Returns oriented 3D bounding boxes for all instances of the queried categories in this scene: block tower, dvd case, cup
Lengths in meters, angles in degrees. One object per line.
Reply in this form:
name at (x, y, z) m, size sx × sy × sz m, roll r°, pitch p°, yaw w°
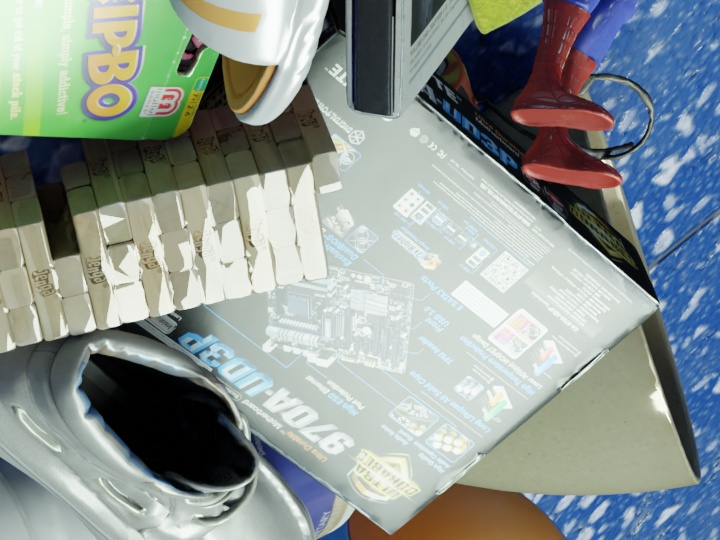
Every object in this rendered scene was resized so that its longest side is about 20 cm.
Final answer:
block tower at (-0.106, -0.013, 0.991) m, size 0.199 × 0.054 × 0.058 m, roll -14°, pitch 126°, yaw -6°
dvd case at (0.029, -0.175, 0.936) m, size 0.150 × 0.025 × 0.201 m, roll -55°, pitch 151°, yaw -56°
cup at (0.063, 0.022, 1.247) m, size 0.142 × 0.201 × 0.200 m, roll -18°, pitch 154°, yaw 9°

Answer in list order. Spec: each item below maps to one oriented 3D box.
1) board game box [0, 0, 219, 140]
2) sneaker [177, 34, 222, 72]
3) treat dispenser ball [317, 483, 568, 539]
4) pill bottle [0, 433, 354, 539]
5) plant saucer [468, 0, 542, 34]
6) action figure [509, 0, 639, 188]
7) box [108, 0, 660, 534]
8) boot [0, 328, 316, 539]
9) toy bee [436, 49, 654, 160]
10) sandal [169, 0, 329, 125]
board game box at (-0.135, -0.090, 0.914) m, size 0.199 × 0.030 × 0.096 m, roll 2°, pitch 131°, yaw -31°
sneaker at (-0.048, -0.115, 0.979) m, size 0.079 × 0.095 × 0.201 m, roll -18°, pitch 144°, yaw -44°
treat dispenser ball at (0.027, 0.198, 1.398) m, size 0.200 × 0.201 × 0.201 m, roll -32°, pitch 151°, yaw -21°
pill bottle at (-0.104, 0.093, 1.169) m, size 0.199 × 0.116 × 0.116 m, roll -21°, pitch 145°, yaw -36°
plant saucer at (0.075, -0.213, 0.942) m, size 0.200 × 0.048 × 0.201 m, roll 69°, pitch 34°, yaw -61°
action figure at (0.096, -0.127, 0.902) m, size 0.065 × 0.051 × 0.201 m, roll 61°, pitch 39°, yaw -61°
box at (0.000, 0.000, 1.090) m, size 0.159 × 0.046 × 0.200 m, roll -42°, pitch 121°, yaw 18°
boot at (-0.069, 0.083, 1.060) m, size 0.200 × 0.095 × 0.074 m, roll 36°, pitch 71°, yaw -35°
toy bee at (0.011, -0.054, 1.150) m, size 0.199 × 0.109 × 0.132 m, roll -1°, pitch 124°, yaw -11°
sandal at (-0.035, -0.141, 0.855) m, size 0.059 × 0.079 × 0.207 m, roll 1°, pitch 132°, yaw -18°
